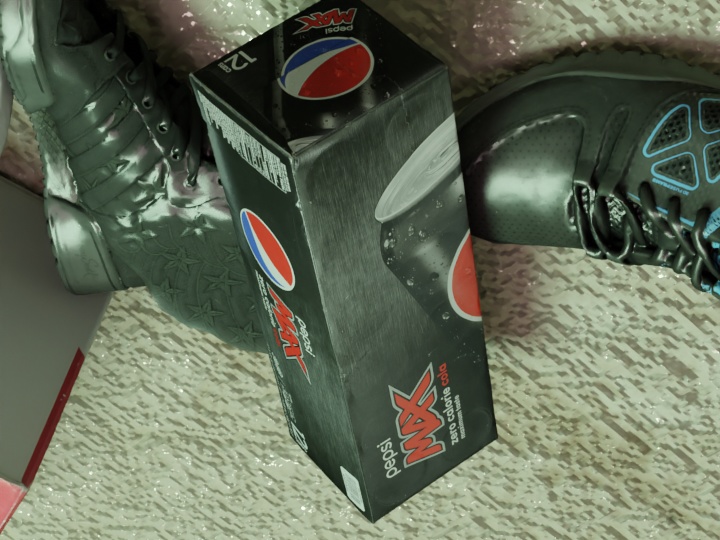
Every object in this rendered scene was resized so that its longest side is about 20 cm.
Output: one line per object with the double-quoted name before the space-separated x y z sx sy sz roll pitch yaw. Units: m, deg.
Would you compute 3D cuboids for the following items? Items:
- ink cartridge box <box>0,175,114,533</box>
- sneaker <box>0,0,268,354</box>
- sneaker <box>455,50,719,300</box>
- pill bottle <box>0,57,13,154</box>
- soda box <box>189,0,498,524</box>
"ink cartridge box" -0.213 0.063 0.781 0.144 0.146 0.200 27 132 -11
"sneaker" -0.071 -0.049 0.707 0.103 0.060 0.201 -2 129 5
"sneaker" 0.117 -0.029 0.658 0.198 0.082 0.074 -3 134 19
"pill bottle" -0.234 -0.078 0.673 0.198 0.113 0.113 15 134 14
"soda box" 0.000 0.000 0.691 0.063 0.070 0.201 43 156 38
